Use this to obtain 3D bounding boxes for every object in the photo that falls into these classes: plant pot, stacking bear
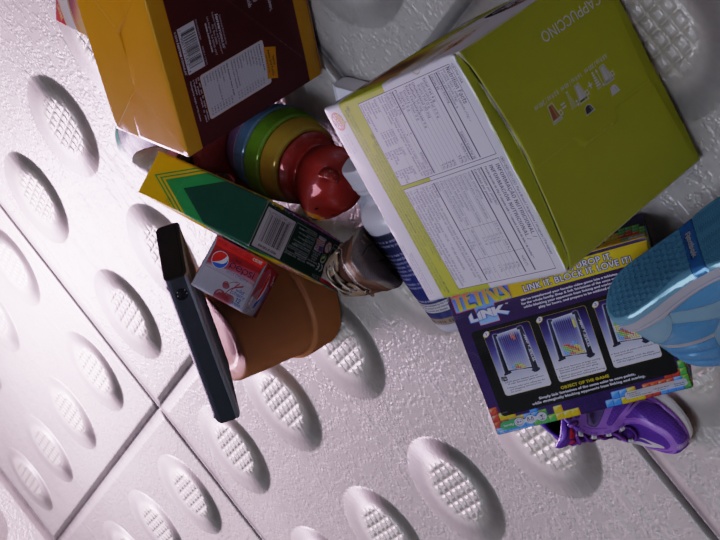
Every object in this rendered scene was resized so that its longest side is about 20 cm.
[{"bbox_3d":[-0.142,0.047,1.792,0.199,0.140,0.202,32,142,29],"label":"plant pot"},{"bbox_3d":[-0.074,-0.119,1.555,0.199,0.115,0.121,29,-179,43],"label":"stacking bear"}]

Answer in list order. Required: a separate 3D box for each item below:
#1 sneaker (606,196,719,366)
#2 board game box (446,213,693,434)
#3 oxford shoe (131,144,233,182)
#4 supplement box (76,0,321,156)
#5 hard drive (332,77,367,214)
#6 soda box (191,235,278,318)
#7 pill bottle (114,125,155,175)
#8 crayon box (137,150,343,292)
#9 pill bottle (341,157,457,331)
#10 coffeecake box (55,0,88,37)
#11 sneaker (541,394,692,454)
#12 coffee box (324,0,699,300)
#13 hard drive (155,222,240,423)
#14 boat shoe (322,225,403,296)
[{"bbox_3d":[0.327,0.011,1.218,0.130,0.080,0.199,34,132,-28],"label":"sneaker"},{"bbox_3d":[0.198,0.054,1.333,0.198,0.057,0.167,-15,112,16],"label":"board game box"},{"bbox_3d":[-0.198,-0.125,1.677,0.074,0.200,0.071,14,90,24],"label":"oxford shoe"},{"bbox_3d":[-0.170,-0.265,1.471,0.132,0.199,0.199,22,137,41],"label":"supplement box"},{"bbox_3d":[0.040,-0.104,1.517,0.131,0.026,0.202,21,135,41],"label":"hard drive"},{"bbox_3d":[-0.141,0.010,1.607,0.069,0.064,0.200,27,177,1],"label":"soda box"},{"bbox_3d":[-0.223,-0.201,1.686,0.113,0.113,0.200,50,149,4],"label":"pill bottle"},{"bbox_3d":[-0.124,-0.053,1.574,0.171,0.059,0.200,24,177,33],"label":"crayon box"},{"bbox_3d":[0.070,-0.046,1.424,0.201,0.111,0.111,53,150,-18],"label":"pill bottle"},{"bbox_3d":[-0.276,-0.341,1.584,0.199,0.072,0.155,31,123,51],"label":"coffeecake box"},{"bbox_3d":[0.236,0.154,1.422,0.198,0.084,0.081,14,140,15],"label":"sneaker"},{"bbox_3d":[0.132,-0.118,1.217,0.197,0.199,0.201,-15,108,55],"label":"coffee box"},{"bbox_3d":[-0.192,0.062,1.648,0.140,0.033,0.202,-114,8,-61],"label":"hard drive"},{"bbox_3d":[0.000,0.000,1.483,0.076,0.071,0.200,57,-173,3],"label":"boat shoe"}]
